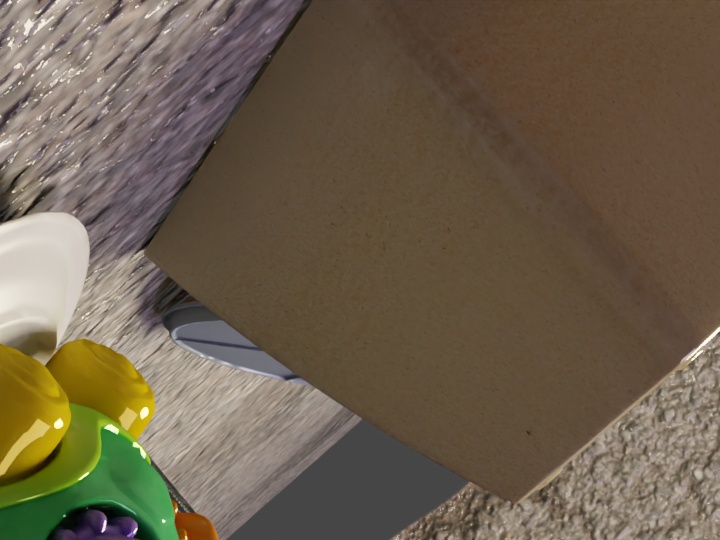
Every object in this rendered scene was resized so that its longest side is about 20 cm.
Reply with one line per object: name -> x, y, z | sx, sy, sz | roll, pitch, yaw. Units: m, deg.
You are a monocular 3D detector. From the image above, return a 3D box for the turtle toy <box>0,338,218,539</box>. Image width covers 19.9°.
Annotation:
turtle toy -> -0.106, 0.102, 0.577 | 0.146, 0.101, 0.200 | -52, 170, 6

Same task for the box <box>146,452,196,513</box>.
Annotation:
box -> -0.118, 0.123, 0.843 | 0.107, 0.149, 0.200 | -40, 173, -6

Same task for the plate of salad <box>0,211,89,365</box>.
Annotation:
plate of salad -> -0.157, 0.055, 0.615 | 0.200, 0.048, 0.200 | -49, 170, -12

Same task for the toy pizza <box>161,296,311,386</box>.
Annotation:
toy pizza -> 0.007, 0.030, 0.955 | 0.200, 0.199, 0.032 | 105, -7, -78

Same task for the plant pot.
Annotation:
plant pot -> 0.071, -0.033, 0.800 | 0.200, 0.177, 0.200 | -37, 172, -39
